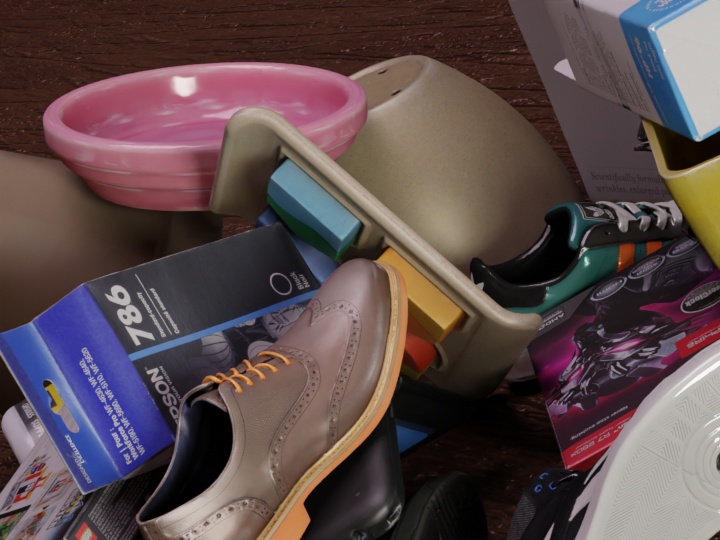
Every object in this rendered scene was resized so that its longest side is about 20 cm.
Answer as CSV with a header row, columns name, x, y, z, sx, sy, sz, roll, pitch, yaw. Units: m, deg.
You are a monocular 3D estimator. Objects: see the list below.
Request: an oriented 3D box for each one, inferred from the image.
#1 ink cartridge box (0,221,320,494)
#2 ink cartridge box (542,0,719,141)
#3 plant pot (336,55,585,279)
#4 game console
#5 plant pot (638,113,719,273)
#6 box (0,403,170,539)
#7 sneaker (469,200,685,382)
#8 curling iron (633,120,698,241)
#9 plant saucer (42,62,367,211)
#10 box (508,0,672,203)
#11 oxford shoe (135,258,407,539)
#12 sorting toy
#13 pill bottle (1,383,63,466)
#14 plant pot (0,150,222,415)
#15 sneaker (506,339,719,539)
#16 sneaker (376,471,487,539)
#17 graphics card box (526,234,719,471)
name,x,y,z,sx,sy,sz,roll,pitch,yaw
ink cartridge box,-0.090,0.043,1.444,0.200,0.100,0.039,-21,-15,-47
ink cartridge box,0.168,-0.139,1.411,0.116,0.068,0.200,-29,20,-9
plant pot,0.031,-0.060,1.798,0.200,0.135,0.200,-23,21,9
game console,-0.038,0.142,1.440,0.200,0.116,0.176,-33,34,18
plant pot,0.267,-0.045,1.416,0.200,0.177,0.200,-23,21,8
box,-0.141,0.107,1.465,0.110,0.035,0.200,-25,22,37
sneaker,0.156,-0.011,1.600,0.200,0.080,0.071,-26,20,-9
curling iron,0.185,-0.048,1.569,0.049,0.026,0.200,15,20,-3
plant saucer,-0.094,-0.081,1.698,0.200,0.051,0.201,-3,18,1
box,0.212,-0.153,1.711,0.131,0.200,0.199,-34,22,-28
oxford shoe,-0.041,0.066,1.351,0.071,0.073,0.200,-3,50,47
sorting toy,0.000,0.000,1.533,0.037,0.200,0.185,-52,-4,-16
pill bottle,-0.103,0.086,1.632,0.200,0.112,0.112,-30,21,-8
plant pot,-0.210,0.008,1.750,0.200,0.173,0.200,-52,24,35
sneaker,0.123,0.097,1.282,0.200,0.073,0.112,-57,20,12
sneaker,-0.011,0.173,1.387,0.104,0.060,0.200,-12,27,27
graphics card box,0.160,0.055,1.473,0.125,0.051,0.200,-30,19,8
